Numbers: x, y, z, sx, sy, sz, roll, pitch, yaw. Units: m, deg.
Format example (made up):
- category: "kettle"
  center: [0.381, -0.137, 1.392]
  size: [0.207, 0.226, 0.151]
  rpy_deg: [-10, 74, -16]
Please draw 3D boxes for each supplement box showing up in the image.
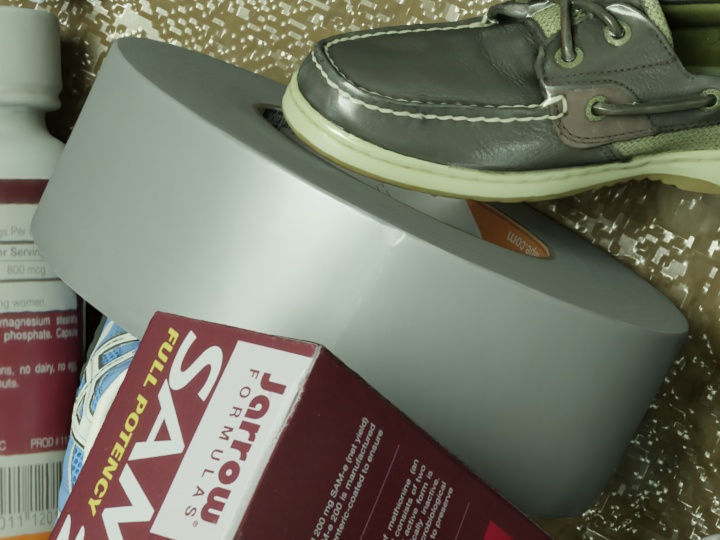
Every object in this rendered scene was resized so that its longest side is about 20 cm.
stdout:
- category: "supplement box"
  center: [-0.001, 0.105, 0.680]
  size: [0.061, 0.200, 0.109]
  rpy_deg: [11, 69, 38]

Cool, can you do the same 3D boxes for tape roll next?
- category: "tape roll"
  center: [0.000, 0.000, 0.797]
  size: [0.200, 0.200, 0.066]
  rpy_deg: [30, 101, 16]

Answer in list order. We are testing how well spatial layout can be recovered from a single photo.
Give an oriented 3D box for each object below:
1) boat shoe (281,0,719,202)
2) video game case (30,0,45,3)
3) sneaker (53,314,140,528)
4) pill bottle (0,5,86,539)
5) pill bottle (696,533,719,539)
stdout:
- category: "boat shoe"
  center: [0.075, -0.064, 0.781]
  size: [0.072, 0.200, 0.066]
  rpy_deg: [-117, 35, -49]
- category: "video game case"
  center: [-0.175, -0.211, 0.882]
  size: [0.199, 0.045, 0.182]
  rpy_deg: [26, 136, 21]
- category: "sneaker"
  center: [-0.057, 0.052, 0.833]
  size: [0.075, 0.200, 0.077]
  rpy_deg: [14, 130, -9]
- category: "pill bottle"
  center: [-0.153, 0.011, 0.895]
  size: [0.114, 0.114, 0.201]
  rpy_deg: [0, 90, 19]
- category: "pill bottle"
  center: [0.039, 0.157, 0.831]
  size: [0.199, 0.113, 0.113]
  rpy_deg: [-21, 83, 17]
